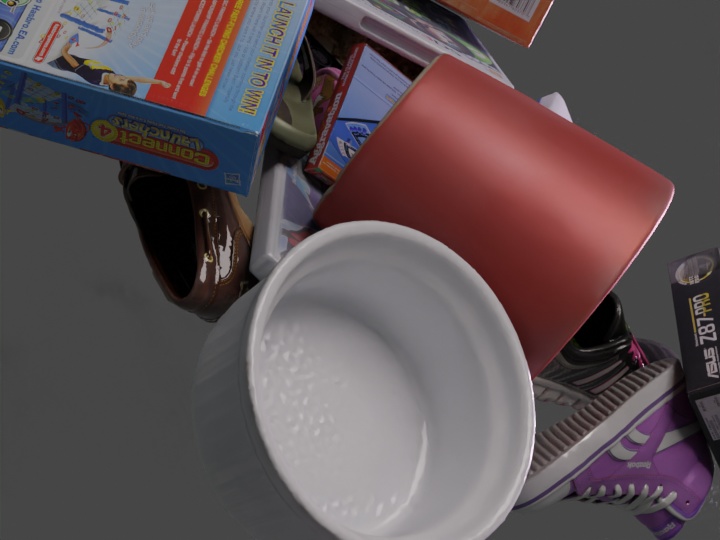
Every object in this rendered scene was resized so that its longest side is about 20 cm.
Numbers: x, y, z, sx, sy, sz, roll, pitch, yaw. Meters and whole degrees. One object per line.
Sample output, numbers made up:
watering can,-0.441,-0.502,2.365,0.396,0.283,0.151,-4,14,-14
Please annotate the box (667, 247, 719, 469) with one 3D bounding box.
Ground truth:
box,0.292,0.107,1.290,0.200,0.049,0.162,60,23,-31

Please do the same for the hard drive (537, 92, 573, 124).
hard drive,0.169,-0.068,1.391,0.200,0.025,0.132,-53,122,-73

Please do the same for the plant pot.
plant pot,0.078,-0.035,1.130,0.177,0.201,0.200,39,32,1

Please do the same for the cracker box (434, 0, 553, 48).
cracker box,0.092,-0.247,1.454,0.133,0.058,0.200,28,8,-3

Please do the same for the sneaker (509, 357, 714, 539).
sneaker,0.183,0.149,1.196,0.200,0.073,0.115,-26,96,-37

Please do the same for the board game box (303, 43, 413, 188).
board game box,0.048,-0.070,1.254,0.200,0.019,0.103,35,65,-36

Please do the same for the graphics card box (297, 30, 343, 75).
graphics card box,-0.112,-0.161,1.296,0.125,0.051,0.200,45,32,10

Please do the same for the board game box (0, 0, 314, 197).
board game box,-0.139,-0.157,1.097,0.195,0.056,0.201,16,46,0

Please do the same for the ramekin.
ramekin,-0.003,0.080,1.008,0.200,0.098,0.202,13,66,-31

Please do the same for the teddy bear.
teddy bear,0.021,-0.170,1.412,0.199,0.067,0.145,26,15,-14

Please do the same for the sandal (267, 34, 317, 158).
sandal,-0.061,-0.153,1.227,0.080,0.057,0.201,18,29,-30

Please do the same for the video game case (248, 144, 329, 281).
video game case,0.000,0.000,1.180,0.182,0.023,0.200,42,23,-21

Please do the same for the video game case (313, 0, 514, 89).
video game case,0.024,-0.208,1.366,0.181,0.023,0.200,26,17,-19

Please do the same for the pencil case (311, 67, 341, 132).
pencil case,0.036,-0.096,1.322,0.199,0.087,0.083,16,24,-37

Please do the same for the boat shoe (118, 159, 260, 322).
boat shoe,-0.123,-0.054,1.131,0.070,0.070,0.200,9,43,-47

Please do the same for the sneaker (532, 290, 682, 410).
sneaker,0.185,0.058,1.291,0.199,0.088,0.074,13,40,-36
